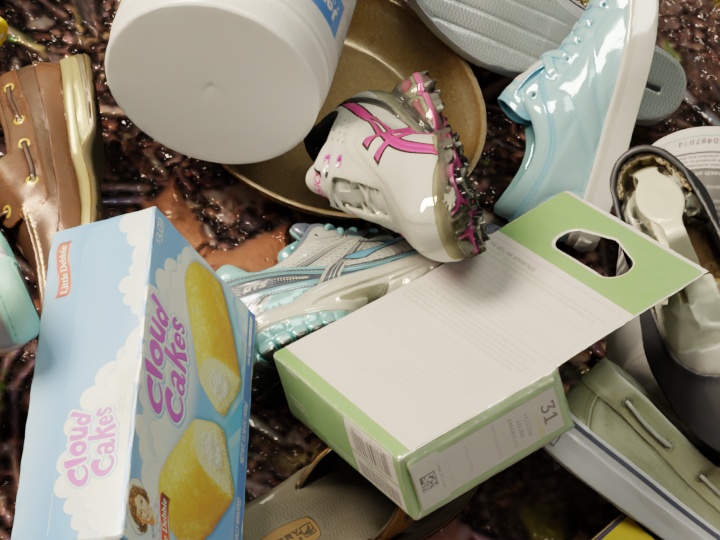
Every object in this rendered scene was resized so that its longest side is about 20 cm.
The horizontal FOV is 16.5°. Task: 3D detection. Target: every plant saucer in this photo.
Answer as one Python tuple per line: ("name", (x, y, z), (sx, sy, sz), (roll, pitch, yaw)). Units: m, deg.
("plant saucer", (-0.023, -0.100, 1.531), (0.200, 0.035, 0.200), (10, 50, -12))

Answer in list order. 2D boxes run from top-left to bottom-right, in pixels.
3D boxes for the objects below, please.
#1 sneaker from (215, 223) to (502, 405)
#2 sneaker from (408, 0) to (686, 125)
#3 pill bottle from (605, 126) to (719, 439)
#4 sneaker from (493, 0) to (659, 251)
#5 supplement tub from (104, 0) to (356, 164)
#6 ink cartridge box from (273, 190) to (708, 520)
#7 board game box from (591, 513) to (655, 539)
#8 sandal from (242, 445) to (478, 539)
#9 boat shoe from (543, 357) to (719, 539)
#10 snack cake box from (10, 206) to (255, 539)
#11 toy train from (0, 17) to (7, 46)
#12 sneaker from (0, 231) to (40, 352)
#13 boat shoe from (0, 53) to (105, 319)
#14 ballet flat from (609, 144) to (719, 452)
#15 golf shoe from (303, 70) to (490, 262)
("sneaker", (0.000, 0.000, 1.432), (0.200, 0.078, 0.086), (-20, 58, -31))
("sneaker", (0.111, -0.148, 1.589), (0.200, 0.071, 0.073), (30, 87, -12))
("pill bottle", (0.204, 0.021, 1.460), (0.113, 0.113, 0.200), (18, 48, -5))
("sneaker", (0.130, -0.116, 1.522), (0.082, 0.074, 0.200), (14, 84, -6))
("supplement tub", (-0.065, -0.175, 1.467), (0.132, 0.132, 0.200), (18, 48, -5))
("ink cartridge box", (0.072, 0.041, 1.335), (0.200, 0.048, 0.146), (-28, 31, -18))
("board game box", (0.131, 0.244, 1.292), (0.165, 0.057, 0.200), (41, 51, 18))
("sandal", (-0.002, 0.115, 1.350), (0.200, 0.055, 0.082), (-27, 65, -34))
("boat shoe", (0.190, 0.122, 1.367), (0.200, 0.062, 0.072), (34, 12, -19))
("snack cake box", (-0.114, 0.082, 1.284), (0.067, 0.115, 0.200), (-14, 52, 21))
("toy train", (-0.277, -0.186, 1.504), (0.150, 0.056, 0.200), (11, 47, -9))
("sneaker", (-0.261, 0.022, 1.292), (0.140, 0.078, 0.200), (-30, 25, -26))
("boat shoe", (-0.178, -0.035, 1.407), (0.067, 0.072, 0.200), (-6, 55, -3))
("ballet flat", (0.179, 0.009, 1.356), (0.073, 0.073, 0.200), (0, 51, -19))
("golf shoe", (0.018, -0.047, 1.399), (0.092, 0.073, 0.200), (-18, 22, 0))
